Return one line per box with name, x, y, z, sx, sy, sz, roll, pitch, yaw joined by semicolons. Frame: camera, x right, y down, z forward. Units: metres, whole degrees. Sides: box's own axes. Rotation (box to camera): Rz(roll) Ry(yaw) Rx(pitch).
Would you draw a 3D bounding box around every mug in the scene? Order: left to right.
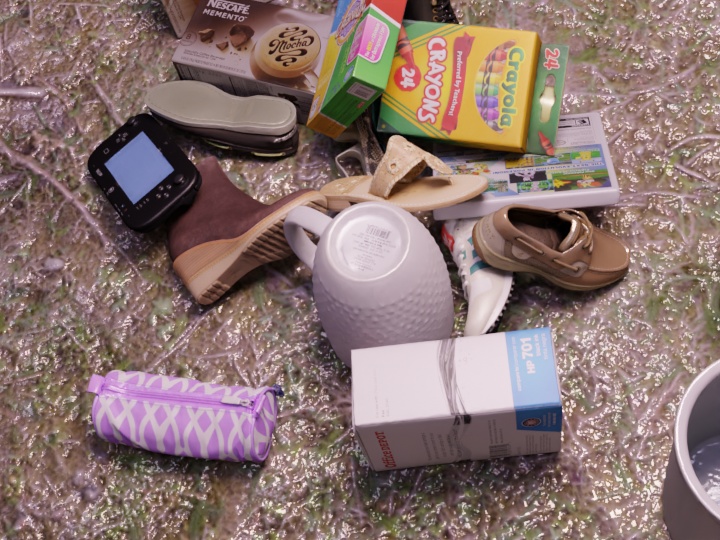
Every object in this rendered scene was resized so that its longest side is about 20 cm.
mug;0.000;0.000;1.171;0.198;0.176;0.148;31;72;23

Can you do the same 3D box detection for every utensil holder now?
utensil holder;0.358;0.185;1.001;0.167;0.201;0.173;-4;63;7

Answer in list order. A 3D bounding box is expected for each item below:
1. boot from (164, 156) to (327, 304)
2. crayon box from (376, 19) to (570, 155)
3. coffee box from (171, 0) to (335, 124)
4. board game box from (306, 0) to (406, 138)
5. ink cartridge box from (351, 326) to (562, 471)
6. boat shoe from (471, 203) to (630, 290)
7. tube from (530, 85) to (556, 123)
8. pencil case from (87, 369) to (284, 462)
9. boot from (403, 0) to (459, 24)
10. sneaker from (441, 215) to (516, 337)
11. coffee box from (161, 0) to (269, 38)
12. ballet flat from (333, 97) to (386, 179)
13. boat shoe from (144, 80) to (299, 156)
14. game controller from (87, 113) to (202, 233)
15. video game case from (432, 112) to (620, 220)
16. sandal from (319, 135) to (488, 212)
boot;-0.145;-0.076;1.277;0.199;0.072;0.168;-35;57;11
crayon box;0.124;-0.203;1.231;0.197;0.051;0.129;8;91;16
coffee box;-0.119;-0.263;1.380;0.197;0.080;0.114;16;68;17
board game box;0.003;-0.269;1.255;0.040;0.153;0.203;19;69;-17
ink cartridge box;0.097;0.132;1.103;0.196;0.147;0.087;-6;63;7
boat shoe;0.213;-0.027;1.162;0.197;0.064;0.072;6;61;-29
tube;0.129;-0.202;1.280;0.197;0.052;0.059;11;77;15
pencil case;-0.184;0.153;1.177;0.196;0.086;0.085;3;62;12
boot;0.107;-0.275;1.307;0.199;0.139;0.077;34;58;22
sneaker;0.123;-0.006;1.197;0.092;0.071;0.202;19;56;5
coffee box;-0.172;-0.401;1.441;0.197;0.115;0.081;-23;61;-2
ballet flat;0.003;-0.146;1.309;0.074;0.068;0.203;-15;65;5
boat shoe;-0.170;-0.181;1.358;0.198;0.061;0.072;13;54;16
game controller;-0.260;-0.118;1.324;0.104;0.042;0.200;-34;42;-10
video game case;0.179;-0.119;1.242;0.196;0.022;0.183;-4;34;7
sandal;0.033;-0.108;1.191;0.209;0.071;0.078;-1;28;39
